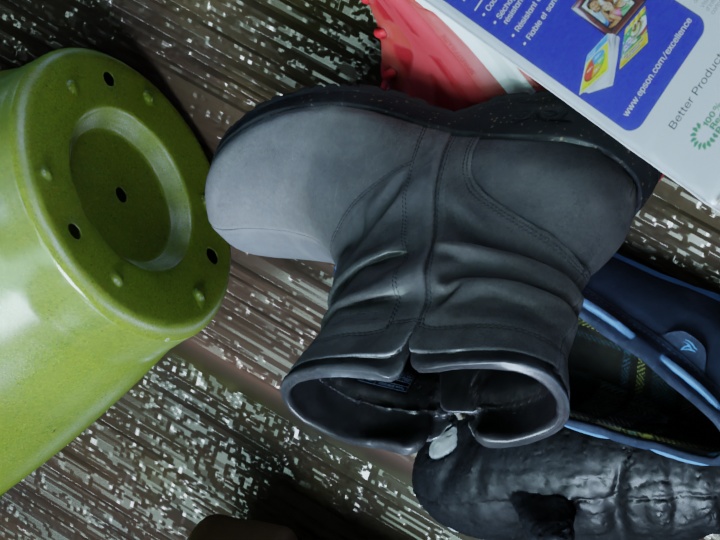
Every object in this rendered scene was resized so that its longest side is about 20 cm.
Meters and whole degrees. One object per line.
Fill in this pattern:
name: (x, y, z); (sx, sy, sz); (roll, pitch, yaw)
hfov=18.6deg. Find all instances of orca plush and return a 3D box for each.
orca plush: (0.100, 0.105, 0.907); (0.199, 0.071, 0.106); (16, 130, 24)

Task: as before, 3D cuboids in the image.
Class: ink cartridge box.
ink cartridge box: (0.076, -0.104, 0.695); (0.200, 0.037, 0.095); (40, 100, 35)

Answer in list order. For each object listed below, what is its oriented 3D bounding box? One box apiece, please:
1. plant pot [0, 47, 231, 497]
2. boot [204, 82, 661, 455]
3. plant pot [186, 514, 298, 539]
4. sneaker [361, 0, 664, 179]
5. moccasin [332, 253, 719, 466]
plant pot: (-0.166, 0.001, 0.944); (0.192, 0.201, 0.201); (-26, 106, 31)
boot: (0.000, 0.000, 0.773); (0.199, 0.132, 0.070); (-5, 133, 40)
plant pot: (-0.003, 0.223, 1.001); (0.173, 0.201, 0.201); (8, 128, 9)
sneaker: (0.014, -0.086, 0.820); (0.200, 0.078, 0.115); (50, 134, -6)
moccasin: (0.072, 0.022, 0.864); (0.199, 0.068, 0.081); (12, 122, 27)
